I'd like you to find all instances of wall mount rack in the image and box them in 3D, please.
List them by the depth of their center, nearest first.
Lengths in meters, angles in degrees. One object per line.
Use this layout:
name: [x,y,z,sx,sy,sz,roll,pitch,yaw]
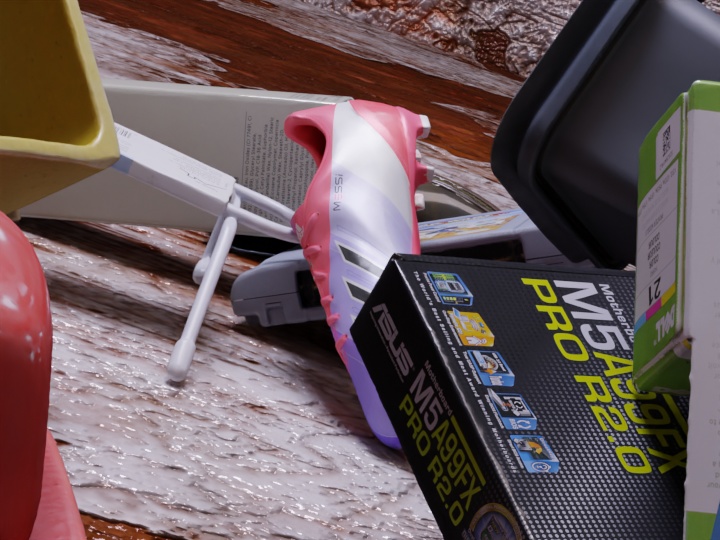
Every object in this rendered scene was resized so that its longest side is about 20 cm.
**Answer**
wall mount rack: [-0.125,-0.024,1.043,0.198,0.075,0.174,24,12,-6]

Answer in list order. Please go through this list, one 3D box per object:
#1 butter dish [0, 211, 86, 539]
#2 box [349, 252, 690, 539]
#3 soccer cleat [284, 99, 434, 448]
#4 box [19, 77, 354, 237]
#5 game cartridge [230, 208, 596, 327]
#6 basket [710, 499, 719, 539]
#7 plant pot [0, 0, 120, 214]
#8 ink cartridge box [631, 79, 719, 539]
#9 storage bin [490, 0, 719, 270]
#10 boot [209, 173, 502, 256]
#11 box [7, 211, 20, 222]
butter dish: [-0.176,0.007,0.687,0.198,0.149,0.199,13,12,-19]
box: [0.102,0.082,0.790,0.159,0.044,0.201,4,43,-32]
soccer cleat: [0.000,0.000,1.029,0.076,0.067,0.202,2,56,-5]
box: [-0.105,-0.066,1.184,0.198,0.083,0.068,6,9,5]
game cartridge: [0.040,-0.006,1.138,0.198,0.042,0.133,-8,10,14]
basket: [0.173,0.112,0.593,0.175,0.202,0.139,20,12,3]
plant pot: [-0.255,-0.097,0.873,0.199,0.196,0.195,-29,-19,35]
ink cartridge box: [0.178,0.043,0.773,0.146,0.202,0.076,7,-17,-7]
storage bin: [0.169,-0.047,0.938,0.134,0.146,0.200,35,-2,23]
boot: [-0.004,-0.023,1.307,0.198,0.075,0.097,12,23,9]
box: [-0.236,-0.114,1.056,0.021,0.202,0.163,-19,0,8]
